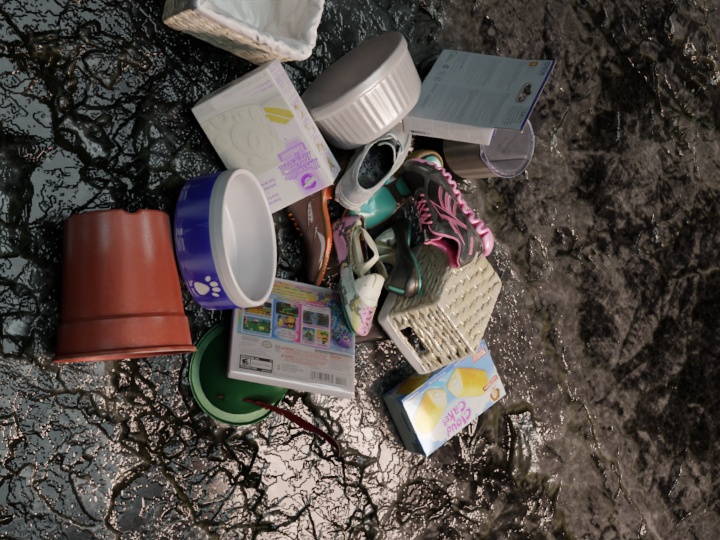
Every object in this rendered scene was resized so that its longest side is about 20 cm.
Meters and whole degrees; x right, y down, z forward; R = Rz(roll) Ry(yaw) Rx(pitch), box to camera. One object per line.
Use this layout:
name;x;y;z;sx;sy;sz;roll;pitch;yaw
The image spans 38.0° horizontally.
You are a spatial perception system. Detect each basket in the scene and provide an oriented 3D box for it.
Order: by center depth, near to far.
basket;-0.166;-0.428;1.556;0.196;0.160;0.203;19;81;-30
basket;0.137;0.049;1.732;0.136;0.122;0.201;51;41;-22

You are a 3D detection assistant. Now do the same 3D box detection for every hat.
hat;-0.136;0.166;1.575;0.198;0.175;0.168;17;83;-30

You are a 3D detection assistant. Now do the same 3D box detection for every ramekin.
ramekin;0.005;-0.276;1.643;0.203;0.201;0.095;-47;115;-22

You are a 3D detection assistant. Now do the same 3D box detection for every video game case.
video game case;-0.103;0.098;1.609;0.197;0.024;0.184;12;53;-16

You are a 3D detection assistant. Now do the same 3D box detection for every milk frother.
milk frother;0.184;-0.262;1.757;0.181;0.187;0.200;-49;114;-21

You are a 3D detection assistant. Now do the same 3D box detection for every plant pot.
plant pot;-0.333;0.022;1.456;0.198;0.200;0.198;-1;84;-31

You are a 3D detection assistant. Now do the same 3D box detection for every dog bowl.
dog bowl;-0.194;-0.044;1.530;0.200;0.078;0.203;-7;90;-73

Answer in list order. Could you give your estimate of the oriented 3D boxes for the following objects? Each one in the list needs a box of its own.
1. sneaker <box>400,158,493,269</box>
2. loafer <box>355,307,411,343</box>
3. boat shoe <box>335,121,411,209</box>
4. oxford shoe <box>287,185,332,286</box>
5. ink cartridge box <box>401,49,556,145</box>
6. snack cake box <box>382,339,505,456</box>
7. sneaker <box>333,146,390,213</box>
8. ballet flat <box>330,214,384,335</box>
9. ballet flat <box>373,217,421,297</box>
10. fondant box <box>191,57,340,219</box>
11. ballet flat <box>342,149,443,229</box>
sneaker;0.123;-0.088;1.671;0.095;0.079;0.201;-37;85;-28
loafer;-0.007;0.085;1.724;0.198;0.073;0.072;-4;83;-36
boat shoe;0.035;-0.175;1.626;0.070;0.071;0.202;43;55;-11
oxford shoe;-0.085;-0.076;1.676;0.071;0.071;0.203;1;84;-14
ink cartridge box;0.190;-0.274;1.654;0.041;0.198;0.200;79;32;-42
snack cake box;0.148;0.217;1.815;0.199;0.067;0.116;-33;107;-26
sneaker;0.019;-0.176;1.703;0.079;0.078;0.202;26;62;-7
ballet flat;0.000;0.000;1.653;0.069;0.071;0.203;24;49;-53
ballet flat;0.057;-0.029;1.709;0.067;0.201;0.069;3;121;-5
fondant box;-0.142;-0.198;1.586;0.201;0.143;0.058;59;24;-19
ballet flat;0.049;-0.135;1.748;0.199;0.063;0.069;-33;120;-6
